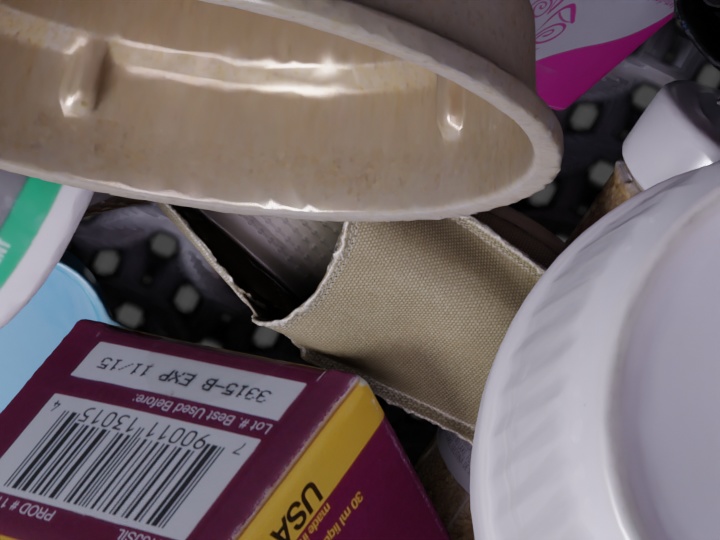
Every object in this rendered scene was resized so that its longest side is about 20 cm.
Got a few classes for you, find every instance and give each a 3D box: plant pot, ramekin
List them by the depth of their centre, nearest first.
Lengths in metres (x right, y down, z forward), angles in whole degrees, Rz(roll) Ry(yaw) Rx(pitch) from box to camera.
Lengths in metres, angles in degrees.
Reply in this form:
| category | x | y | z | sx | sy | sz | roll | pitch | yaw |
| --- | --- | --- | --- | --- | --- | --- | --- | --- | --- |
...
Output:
| category | x | y | z | sx | sy | sz | roll | pitch | yaw |
| --- | --- | --- | --- | --- | --- | --- | --- | --- | --- |
| plant pot | -0.035 | -0.127 | 0.610 | 0.200 | 0.200 | 0.184 | 9 | 78 | 0 |
| ramekin | 0.135 | 0.053 | 0.682 | 0.201 | 0.094 | 0.203 | 2 | 74 | -5 |

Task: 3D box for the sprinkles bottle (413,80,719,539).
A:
| category | x | y | z | sx | sy | sz | roll | pitch | yaw |
| --- | --- | --- | --- | --- | --- | --- | --- | --- | --- |
| sprinkles bottle | 0.078 | 0.033 | 0.819 | 0.068 | 0.068 | 0.200 | 29 | 114 | -9 |

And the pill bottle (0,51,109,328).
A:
| category | x | y | z | sx | sy | sz | roll | pitch | yaw |
| --- | --- | --- | --- | --- | --- | --- | --- | --- | --- |
| pill bottle | -0.177 | -0.067 | 0.701 | 0.200 | 0.113 | 0.113 | 27 | 115 | -24 |

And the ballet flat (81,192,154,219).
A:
| category | x | y | z | sx | sy | sz | roll | pitch | yaw |
| --- | --- | --- | --- | --- | --- | --- | --- | --- | --- |
| ballet flat | -0.090 | -0.051 | 0.810 | 0.199 | 0.046 | 0.068 | -6 | 111 | 12 |

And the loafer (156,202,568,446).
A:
| category | x | y | z | sx | sy | sz | roll | pitch | yaw |
| --- | --- | --- | --- | --- | --- | --- | --- | --- | --- |
| loafer | 0.000 | 0.000 | 0.754 | 0.200 | 0.067 | 0.076 | 34 | 115 | -4 |

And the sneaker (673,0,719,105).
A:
| category | x | y | z | sx | sy | sz | roll | pitch | yaw |
| --- | --- | --- | --- | --- | --- | --- | --- | --- | --- |
| sneaker | 0.133 | -0.073 | 0.711 | 0.078 | 0.200 | 0.070 | -25 | 68 | 3 |

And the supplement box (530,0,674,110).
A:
| category | x | y | z | sx | sy | sz | roll | pitch | yaw |
| --- | --- | --- | --- | --- | --- | --- | --- | --- | --- |
| supplement box | 0.086 | -0.148 | 0.696 | 0.200 | 0.101 | 0.104 | -42 | 71 | 19 |

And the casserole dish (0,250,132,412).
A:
| category | x | y | z | sx | sy | sz | roll | pitch | yaw |
| --- | --- | --- | --- | --- | --- | --- | --- | --- | --- |
| casserole dish | -0.165 | 0.046 | 0.858 | 0.199 | 0.039 | 0.122 | -9 | 116 | 7 |

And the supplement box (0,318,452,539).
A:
| category | x | y | z | sx | sy | sz | roll | pitch | yaw |
| --- | --- | --- | --- | --- | --- | --- | --- | --- | --- |
| supplement box | -0.033 | 0.126 | 0.795 | 0.131 | 0.103 | 0.200 | 10 | 139 | 39 |
